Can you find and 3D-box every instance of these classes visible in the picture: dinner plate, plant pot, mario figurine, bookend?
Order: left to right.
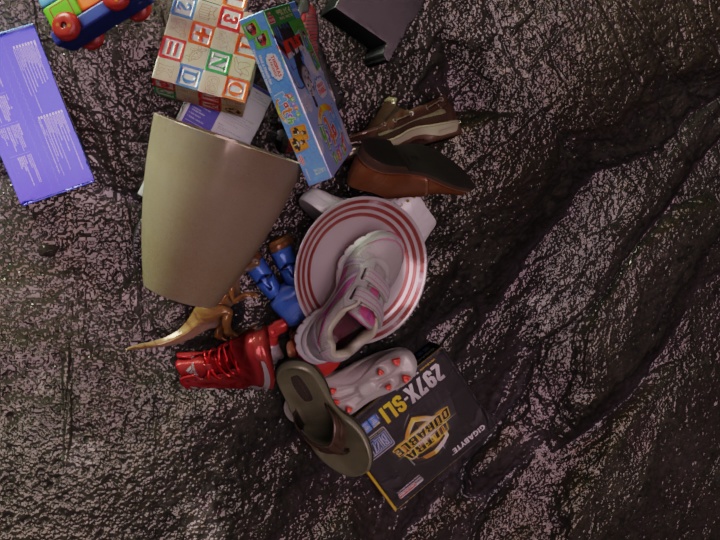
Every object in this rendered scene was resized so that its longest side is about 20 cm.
[{"bbox_3d":[-0.188,-0.064,1.049,0.187,0.187,0.200,18,96,-20],"label":"plant pot"},{"bbox_3d":[-0.090,0.054,1.201,0.106,0.123,0.200,-36,102,-54],"label":"mario figurine"},{"bbox_3d":[-0.004,-0.409,1.148,0.199,0.092,0.200,30,89,-18],"label":"bookend"},{"bbox_3d":[0.000,0.000,1.166,0.200,0.024,0.200,-5,100,-28],"label":"dinner plate"}]

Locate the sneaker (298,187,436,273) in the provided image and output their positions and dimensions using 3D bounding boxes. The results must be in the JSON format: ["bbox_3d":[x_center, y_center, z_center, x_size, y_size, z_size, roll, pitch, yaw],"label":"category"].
[{"bbox_3d":[0.016,-0.086,1.212,0.200,0.074,0.116,34,83,-28],"label":"sneaker"}]

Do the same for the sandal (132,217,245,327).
[{"bbox_3d":[-0.232,0.003,1.157,0.075,0.045,0.200,-41,122,-4],"label":"sandal"}]

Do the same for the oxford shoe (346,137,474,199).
[{"bbox_3d":[0.067,-0.126,1.174,0.200,0.071,0.071,8,134,-34],"label":"oxford shoe"}]

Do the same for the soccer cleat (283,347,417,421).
[{"bbox_3d":[-0.012,0.165,1.237,0.200,0.078,0.069,-23,98,6],"label":"soccer cleat"}]

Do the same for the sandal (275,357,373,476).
[{"bbox_3d":[-0.056,0.207,1.172,0.080,0.057,0.201,-26,113,20],"label":"sandal"}]

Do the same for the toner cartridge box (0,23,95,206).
[{"bbox_3d":[-0.407,-0.189,1.067,0.095,0.043,0.200,-21,104,-16],"label":"toner cartridge box"}]

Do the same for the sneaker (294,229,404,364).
[{"bbox_3d":[0.002,0.040,1.110,0.081,0.088,0.200,34,82,-29],"label":"sneaker"}]

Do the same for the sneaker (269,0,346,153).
[{"bbox_3d":[-0.066,-0.255,1.158,0.098,0.071,0.201,0,99,-18],"label":"sneaker"}]

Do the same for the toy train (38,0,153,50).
[{"bbox_3d":[-0.296,-0.359,1.041,0.200,0.085,0.116,-28,92,9],"label":"toy train"}]

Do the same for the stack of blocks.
[{"bbox_3d":[-0.177,-0.306,1.088,0.115,0.059,0.200,14,80,-8],"label":"stack of blocks"}]

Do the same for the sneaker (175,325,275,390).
[{"bbox_3d":[-0.175,0.124,1.109,0.115,0.200,0.078,-6,71,-14],"label":"sneaker"}]

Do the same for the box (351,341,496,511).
[{"bbox_3d":[0.079,0.227,1.283,0.200,0.049,0.160,-37,105,-11],"label":"box"}]

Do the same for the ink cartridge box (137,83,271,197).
[{"bbox_3d":[-0.202,-0.165,1.142,0.099,0.039,0.200,29,89,-19],"label":"ink cartridge box"}]

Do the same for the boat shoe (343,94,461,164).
[{"bbox_3d":[0.041,-0.200,1.204,0.202,0.075,0.075,-17,94,-27],"label":"boat shoe"}]

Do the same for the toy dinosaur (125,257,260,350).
[{"bbox_3d":[-0.198,0.059,1.147,0.200,0.060,0.106,-45,108,0],"label":"toy dinosaur"}]

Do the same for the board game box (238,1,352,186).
[{"bbox_3d":[-0.072,-0.216,1.048,0.037,0.151,0.200,-17,107,15],"label":"board game box"}]
